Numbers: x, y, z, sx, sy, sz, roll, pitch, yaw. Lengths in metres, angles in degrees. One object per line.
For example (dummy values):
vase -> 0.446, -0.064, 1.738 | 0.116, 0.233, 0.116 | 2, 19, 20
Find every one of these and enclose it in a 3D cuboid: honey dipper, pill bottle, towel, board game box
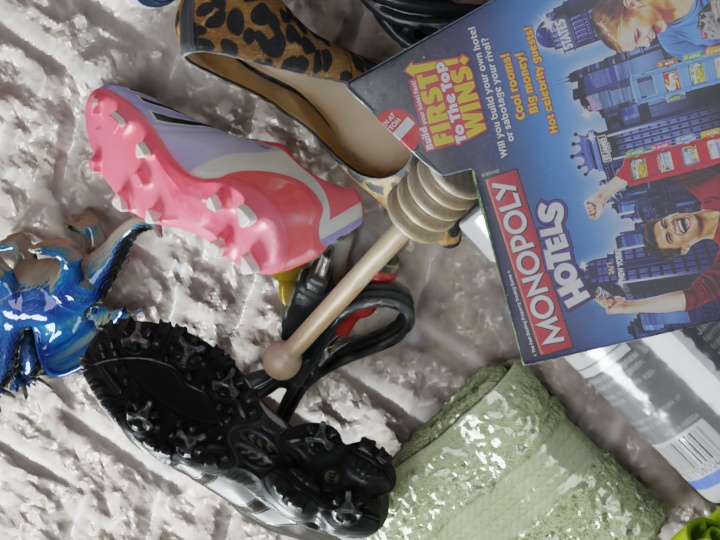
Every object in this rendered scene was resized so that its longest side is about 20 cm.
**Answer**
honey dipper -> 0.000, 0.000, 1.185 | 0.038, 0.038, 0.200 | 43, 132, -1
pill bottle -> 0.153, 0.013, 1.137 | 0.200, 0.114, 0.114 | 45, 123, -3
towel -> 0.072, 0.154, 1.285 | 0.148, 0.037, 0.200 | 44, 123, -3
board game box -> 0.104, -0.066, 1.046 | 0.199, 0.062, 0.201 | -13, 95, 17

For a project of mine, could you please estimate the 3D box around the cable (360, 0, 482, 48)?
cable -> 0.080, -0.184, 1.117 | 0.199, 0.051, 0.164 | -20, 100, 32

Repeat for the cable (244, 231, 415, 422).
cable -> -0.027, 0.041, 1.282 | 0.097, 0.050, 0.201 | 22, 134, -2

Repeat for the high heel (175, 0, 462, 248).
high heel -> -0.022, -0.074, 1.148 | 0.071, 0.143, 0.201 | -25, 102, 34

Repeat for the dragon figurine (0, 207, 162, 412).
dragon figurine -> -0.171, 0.023, 1.310 | 0.199, 0.059, 0.100 | -17, 107, 29

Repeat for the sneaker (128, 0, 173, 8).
sneaker -> -0.064, -0.207, 1.130 | 0.108, 0.070, 0.201 | 38, 123, 28

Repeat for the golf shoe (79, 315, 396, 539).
golf shoe -> -0.077, 0.104, 1.267 | 0.199, 0.078, 0.095 | 33, 154, 7

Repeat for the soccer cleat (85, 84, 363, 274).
soccer cleat -> -0.082, -0.054, 1.217 | 0.200, 0.076, 0.067 | 31, 129, 45

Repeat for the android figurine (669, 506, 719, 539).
android figurine -> 0.220, 0.156, 1.159 | 0.200, 0.181, 0.041 | -49, 50, 43
